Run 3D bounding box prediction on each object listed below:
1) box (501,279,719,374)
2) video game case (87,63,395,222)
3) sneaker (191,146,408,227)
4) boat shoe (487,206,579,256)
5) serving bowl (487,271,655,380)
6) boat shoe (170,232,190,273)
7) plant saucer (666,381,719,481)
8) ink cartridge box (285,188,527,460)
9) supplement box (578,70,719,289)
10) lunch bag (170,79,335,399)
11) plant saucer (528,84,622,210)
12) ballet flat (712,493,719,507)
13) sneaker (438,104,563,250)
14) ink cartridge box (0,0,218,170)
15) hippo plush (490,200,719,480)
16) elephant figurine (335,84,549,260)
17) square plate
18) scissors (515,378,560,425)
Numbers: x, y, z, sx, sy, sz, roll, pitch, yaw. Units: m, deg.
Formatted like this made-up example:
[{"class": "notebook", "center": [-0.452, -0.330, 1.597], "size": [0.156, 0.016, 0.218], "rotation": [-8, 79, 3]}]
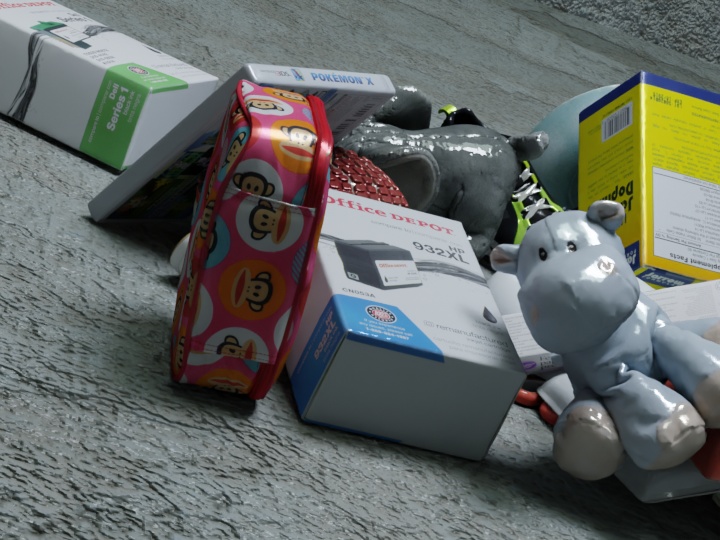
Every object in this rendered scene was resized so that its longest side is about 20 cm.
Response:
[{"class": "box", "center": [0.210, 0.043, 1.666], "size": [0.200, 0.042, 0.039], "rotation": [-10, -26, 4]}, {"class": "video game case", "center": [-0.094, -0.099, 1.718], "size": [0.182, 0.200, 0.022], "rotation": [-2, 61, -53]}, {"class": "sneaker", "center": [-0.052, -0.048, 1.736], "size": [0.200, 0.082, 0.078], "rotation": [-5, 43, -31]}, {"class": "boat shoe", "center": [0.193, -0.031, 2.048], "size": [0.200, 0.068, 0.072], "rotation": [15, 17, -18]}, {"class": "serving bowl", "center": [0.196, 0.038, 1.773], "size": [0.200, 0.066, 0.200], "rotation": [17, 20, -6]}, {"class": "boat shoe", "center": [-0.049, -0.001, 1.661], "size": [0.200, 0.071, 0.069], "rotation": [-2, 58, -30]}, {"class": "plant saucer", "center": [0.313, 0.084, 1.570], "size": [0.199, 0.037, 0.200], "rotation": [-6, 24, -12]}, {"class": "ink cartridge box", "center": [0.019, 0.033, 1.545], "size": [0.145, 0.084, 0.200], "rotation": [14, 29, -22]}, {"class": "supplement box", "center": [0.277, -0.067, 2.004], "size": [0.109, 0.200, 0.109], "rotation": [14, -25, -25]}, {"class": "lunch bag", "center": [-0.079, -0.026, 1.473], "size": [0.082, 0.200, 0.176], "rotation": [13, 18, -11]}, {"class": "plant saucer", "center": [0.254, -0.097, 2.144], "size": [0.201, 0.201, 0.039], "rotation": [14, 39, -24]}, {"class": "ballet flat", "center": [0.302, 0.167, 1.568], "size": [0.068, 0.068, 0.200], "rotation": [7, 19, -11]}, {"class": "sneaker", "center": [0.131, -0.078, 1.982], "size": [0.072, 0.083, 0.200], "rotation": [-31, 59, -26]}, {"class": "ink cartridge box", "center": [-0.252, -0.171, 1.918], "size": [0.200, 0.084, 0.146], "rotation": [26, 17, 15]}, {"class": "hippo plush", "center": [0.186, 0.029, 1.494], "size": [0.159, 0.161, 0.200], "rotation": [-18, 26, 13]}, {"class": "elephant figurine", "center": [0.031, -0.090, 1.889], "size": [0.200, 0.155, 0.141], "rotation": [25, -5, -26]}, {"class": "square plate", "center": [0.259, 0.105, 1.603], "size": [0.198, 0.028, 0.200], "rotation": [-8, 23, -17]}, {"class": "scissors", "center": [0.203, 0.110, 1.710], "size": [0.200, 0.014, 0.073], "rotation": [5, 21, -39]}]
